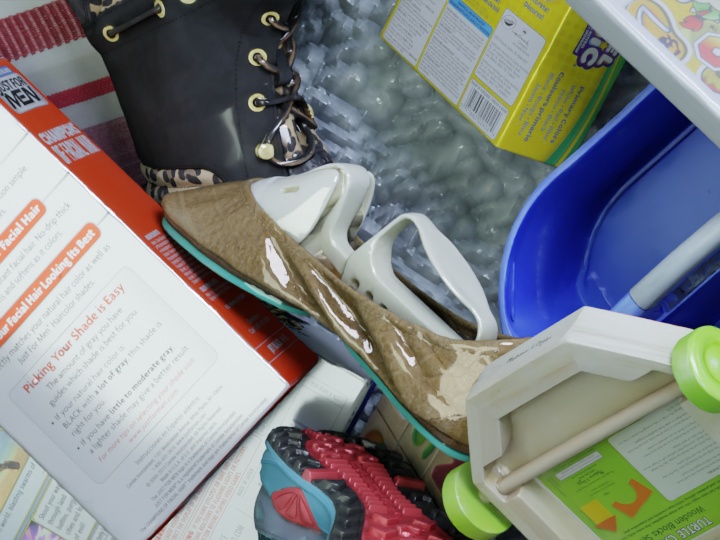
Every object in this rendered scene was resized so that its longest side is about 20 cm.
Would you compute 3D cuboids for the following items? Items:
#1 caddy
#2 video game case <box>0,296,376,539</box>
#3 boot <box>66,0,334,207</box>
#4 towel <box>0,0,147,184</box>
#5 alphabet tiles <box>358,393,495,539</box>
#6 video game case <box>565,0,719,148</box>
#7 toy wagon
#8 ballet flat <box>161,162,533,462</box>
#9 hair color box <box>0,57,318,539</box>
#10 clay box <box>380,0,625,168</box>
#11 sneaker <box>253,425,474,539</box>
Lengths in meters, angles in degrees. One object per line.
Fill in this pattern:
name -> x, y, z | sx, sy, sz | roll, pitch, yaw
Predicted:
caddy -> 0.151, -0.006, 1.216 | 0.200, 0.105, 0.142 | -43, 73, 22
video game case -> -0.114, 0.088, 1.361 | 0.181, 0.045, 0.201 | 30, 103, 5
boot -> -0.040, -0.103, 1.303 | 0.199, 0.073, 0.151 | -8, 110, 27
towel -> -0.184, -0.118, 1.390 | 0.144, 0.023, 0.201 | -15, 107, 26
alphabet tiles -> 0.017, 0.130, 1.289 | 0.200, 0.008, 0.167 | -60, 29, 17
video game case -> 0.212, -0.096, 1.161 | 0.200, 0.182, 0.023 | 45, 155, 17
toy wagon -> 0.131, 0.103, 1.159 | 0.200, 0.040, 0.155 | 44, 136, -12
ballet flat -> 0.000, 0.000, 1.247 | 0.200, 0.068, 0.073 | 38, 113, 29
hair color box -> -0.130, 0.014, 1.299 | 0.200, 0.064, 0.111 | 44, 105, 1
clay box -> 0.092, -0.158, 1.246 | 0.200, 0.047, 0.115 | -61, 38, 16
sneaker -> 0.004, 0.144, 1.239 | 0.079, 0.200, 0.096 | 8, 109, -18
